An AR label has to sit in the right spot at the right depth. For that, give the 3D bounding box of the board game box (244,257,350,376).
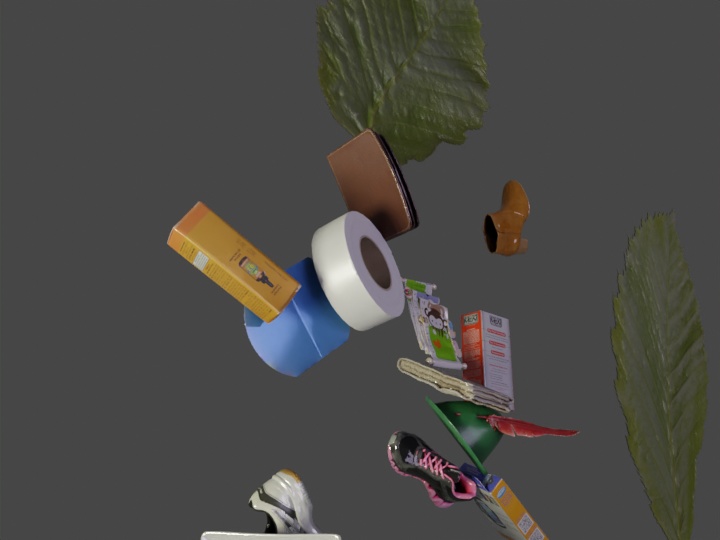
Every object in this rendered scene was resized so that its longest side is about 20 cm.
[{"bbox_3d":[-0.108,0.079,0.968,0.199,0.039,0.159,-32,98,-36],"label":"board game box"}]

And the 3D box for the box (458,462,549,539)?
[{"bbox_3d":[0.263,0.446,1.105,0.041,0.119,0.201,-40,104,-21],"label":"box"}]

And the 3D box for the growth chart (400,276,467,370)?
[{"bbox_3d":[0.147,0.108,1.171,0.144,0.018,0.202,5,60,-47],"label":"growth chart"}]

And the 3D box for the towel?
[{"bbox_3d":[0.172,0.211,1.068,0.132,0.199,0.035,24,84,-34],"label":"towel"}]

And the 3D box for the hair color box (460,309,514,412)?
[{"bbox_3d":[0.273,0.197,1.246,0.101,0.061,0.202,18,65,-36],"label":"hair color box"}]

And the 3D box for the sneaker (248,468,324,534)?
[{"bbox_3d":[-0.099,0.399,0.850,0.087,0.076,0.201,-25,89,-28],"label":"sneaker"}]

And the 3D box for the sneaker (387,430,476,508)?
[{"bbox_3d":[0.134,0.355,1.044,0.200,0.095,0.079,43,54,-20],"label":"sneaker"}]

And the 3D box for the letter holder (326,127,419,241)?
[{"bbox_3d":[0.046,-0.165,1.118,0.100,0.142,0.202,-23,90,-43],"label":"letter holder"}]

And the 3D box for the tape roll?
[{"bbox_3d":[0.000,0.000,1.018,0.203,0.070,0.204,48,28,-34],"label":"tape roll"}]

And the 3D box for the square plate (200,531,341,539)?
[{"bbox_3d":[-0.124,0.442,0.734,0.029,0.198,0.200,69,20,-57],"label":"square plate"}]

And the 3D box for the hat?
[{"bbox_3d":[0.248,0.262,1.076,0.176,0.166,0.201,-38,86,-4],"label":"hat"}]

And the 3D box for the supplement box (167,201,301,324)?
[{"bbox_3d":[-0.190,-0.009,0.877,0.200,0.069,0.067,40,56,-6],"label":"supplement box"}]

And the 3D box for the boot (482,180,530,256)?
[{"bbox_3d":[0.355,-0.136,1.429,0.143,0.070,0.203,5,77,-43],"label":"boot"}]
